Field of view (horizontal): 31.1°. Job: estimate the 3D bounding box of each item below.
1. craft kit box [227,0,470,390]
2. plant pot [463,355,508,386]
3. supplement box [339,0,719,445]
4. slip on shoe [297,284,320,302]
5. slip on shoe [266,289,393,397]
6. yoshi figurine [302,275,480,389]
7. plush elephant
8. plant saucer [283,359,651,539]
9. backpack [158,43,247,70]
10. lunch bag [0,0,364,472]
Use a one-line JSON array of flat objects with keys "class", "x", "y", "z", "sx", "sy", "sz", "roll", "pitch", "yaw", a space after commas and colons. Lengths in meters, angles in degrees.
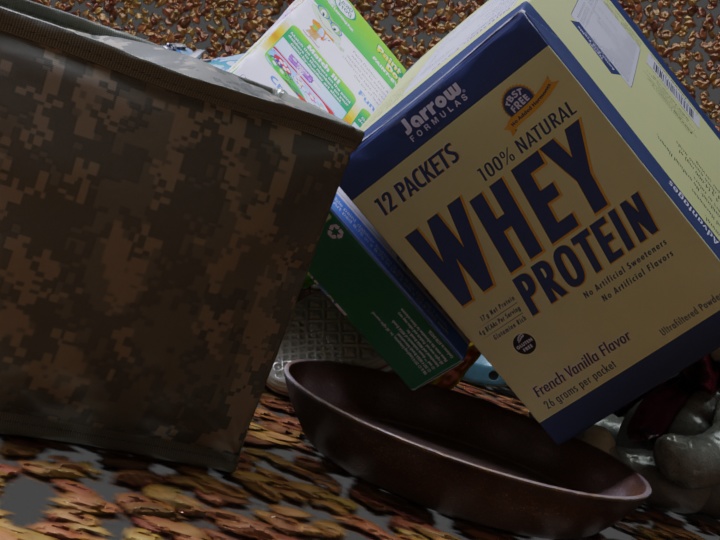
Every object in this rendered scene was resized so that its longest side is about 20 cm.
[{"class": "craft kit box", "x": 0.004, "y": -0.060, "z": 0.767, "sx": 0.200, "sy": 0.048, "sz": 0.198, "roll": 49, "pitch": 33, "yaw": -12}, {"class": "plant pot", "x": 0.123, "y": 0.008, "z": 1.128, "sx": 0.199, "sy": 0.201, "sz": 0.188, "roll": 18, "pitch": 20, "yaw": 4}, {"class": "supplement box", "x": 0.115, "y": -0.053, "z": 0.734, "sx": 0.200, "sy": 0.134, "sz": 0.200, "roll": 49, "pitch": 27, "yaw": -8}, {"class": "slip on shoe", "x": -0.085, "y": 0.005, "z": 1.035, "sx": 0.199, "sy": 0.077, "sz": 0.060, "roll": 5, "pitch": 6, "yaw": -39}, {"class": "slip on shoe", "x": 0.018, "y": 0.040, "z": 0.822, "sx": 0.199, "sy": 0.062, "sz": 0.074, "roll": -24, "pitch": 49, "yaw": -40}, {"class": "yoshi figurine", "x": -0.008, "y": 0.011, "z": 0.960, "sx": 0.111, "sy": 0.113, "sz": 0.200, "roll": -23, "pitch": 62, "yaw": -26}, {"class": "plush elephant", "x": 0.223, "y": 0.072, "z": 0.820, "sx": 0.199, "sy": 0.156, "sz": 0.165, "roll": 17, "pitch": 4, "yaw": 4}, {"class": "plant saucer", "x": 0.050, "y": 0.094, "z": 0.675, "sx": 0.199, "sy": 0.035, "sz": 0.200, "roll": 19, "pitch": 4, "yaw": -1}, {"class": "backpack", "x": -0.118, "y": -0.050, "z": 0.824, "sx": 0.146, "sy": 0.184, "sz": 0.200, "roll": 25, "pitch": 18, "yaw": 16}, {"class": "lunch bag", "x": -0.127, "y": -0.021, "z": 0.536, "sx": 0.199, "sy": 0.165, "sz": 0.117, "roll": 16, "pitch": 10, "yaw": -32}]
